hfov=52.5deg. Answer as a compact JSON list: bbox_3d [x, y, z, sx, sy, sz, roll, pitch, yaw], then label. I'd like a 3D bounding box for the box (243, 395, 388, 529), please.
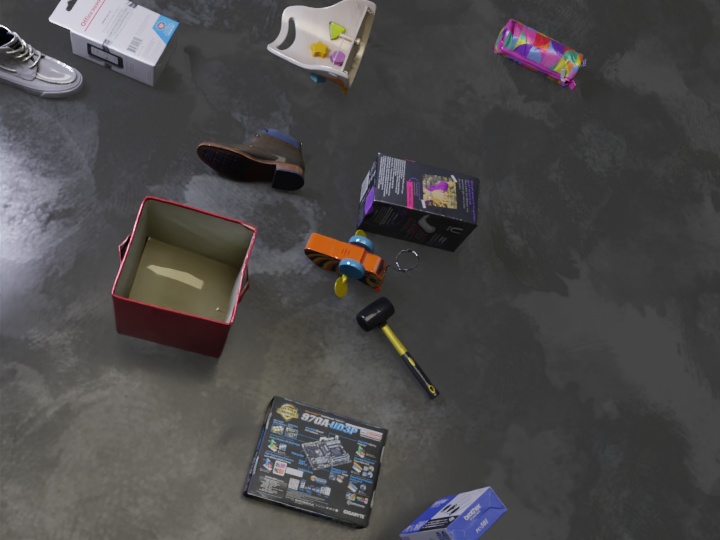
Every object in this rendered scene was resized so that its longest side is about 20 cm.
[{"bbox_3d":[-0.068,0.305,1.161,0.200,0.046,0.159,18,64,-9],"label":"box"}]

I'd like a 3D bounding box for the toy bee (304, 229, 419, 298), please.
[{"bbox_3d":[0.000,0.000,1.294,0.200,0.109,0.131,33,68,27],"label":"toy bee"}]

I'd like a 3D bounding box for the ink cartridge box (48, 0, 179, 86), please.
[{"bbox_3d":[-0.452,-0.438,1.349,0.200,0.068,0.116,23,63,-7],"label":"ink cartridge box"}]

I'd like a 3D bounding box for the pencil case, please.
[{"bbox_3d":[0.397,-0.479,1.618,0.200,0.088,0.088,25,63,-4],"label":"pencil case"}]

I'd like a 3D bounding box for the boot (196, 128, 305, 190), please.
[{"bbox_3d":[-0.196,-0.216,1.340,0.200,0.075,0.097,17,52,-18],"label":"boot"}]

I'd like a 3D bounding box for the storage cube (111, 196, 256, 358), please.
[{"bbox_3d":[-0.277,0.016,1.146,0.200,0.180,0.171,15,64,-9],"label":"storage cube"}]

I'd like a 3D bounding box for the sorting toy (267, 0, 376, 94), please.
[{"bbox_3d":[-0.085,-0.455,1.458,0.180,0.107,0.200,19,64,0],"label":"sorting toy"}]

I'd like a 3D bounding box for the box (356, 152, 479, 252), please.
[{"bbox_3d":[0.106,-0.123,1.353,0.200,0.122,0.106,13,64,-12],"label":"box"}]

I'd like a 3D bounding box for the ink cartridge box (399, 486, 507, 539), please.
[{"bbox_3d":[0.135,0.382,1.102,0.094,0.200,0.044,-33,81,-26],"label":"ink cartridge box"}]

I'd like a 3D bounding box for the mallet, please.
[{"bbox_3d":[0.079,0.134,1.287,0.200,0.041,0.066,47,66,2],"label":"mallet"}]

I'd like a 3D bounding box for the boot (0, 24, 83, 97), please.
[{"bbox_3d":[-0.586,-0.365,1.261,0.200,0.096,0.074,9,65,-13],"label":"boot"}]
